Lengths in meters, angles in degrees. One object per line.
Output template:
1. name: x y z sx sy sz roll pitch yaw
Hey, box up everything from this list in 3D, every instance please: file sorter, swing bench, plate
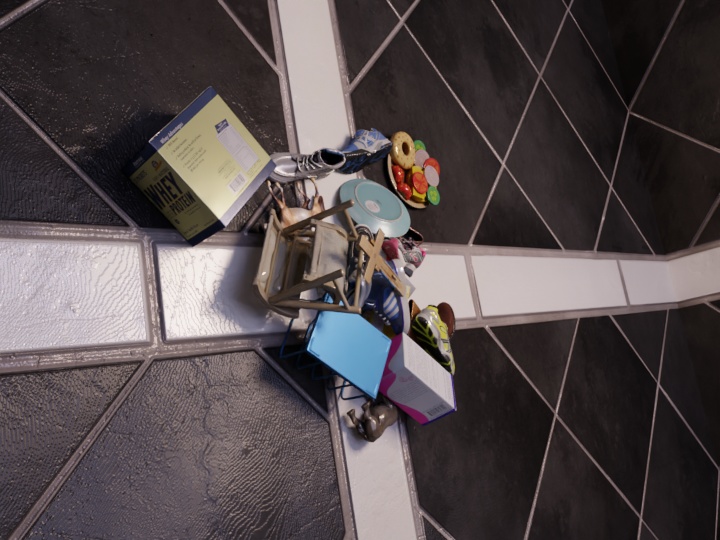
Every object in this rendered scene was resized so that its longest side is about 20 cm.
1. file sorter: -0.054 0.169 1.374 0.199 0.121 0.141 39 53 -27
2. swing bench: -0.098 -0.020 1.301 0.131 0.194 0.203 66 23 -47
3. plate: 0.041 -0.163 1.586 0.196 0.026 0.203 20 41 -18

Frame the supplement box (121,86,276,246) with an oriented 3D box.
1. supplement box: -0.308 -0.200 1.249 0.201 0.133 0.202 49 49 -20

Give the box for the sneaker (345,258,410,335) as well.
1. sneaker: 0.030 0.074 1.436 0.143 0.081 0.204 -15 123 -12

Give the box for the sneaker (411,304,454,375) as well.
1. sneaker: 0.190 0.172 1.538 0.077 0.074 0.203 -48 130 -35

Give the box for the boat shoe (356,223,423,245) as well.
1. boat shoe: 0.076 -0.109 1.631 0.197 0.070 0.072 24 59 -35

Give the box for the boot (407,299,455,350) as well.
1. boot: 0.159 0.127 1.605 0.200 0.067 0.192 45 60 -44

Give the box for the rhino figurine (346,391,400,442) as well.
1. rhino figurine: 0.051 0.317 1.468 0.199 0.059 0.089 -28 94 -51

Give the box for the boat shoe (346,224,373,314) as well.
1. boat shoe: 0.000 0.000 1.465 0.072 0.060 0.206 4 106 -11

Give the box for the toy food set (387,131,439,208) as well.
1. toy food set: 0.149 -0.271 1.769 0.195 0.048 0.206 15 66 -40

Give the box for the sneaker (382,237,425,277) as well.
1. sneaker: 0.105 -0.049 1.578 0.081 0.075 0.200 46 4 20

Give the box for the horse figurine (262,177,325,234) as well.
1. horse figurine: -0.142 -0.136 1.446 0.197 0.049 0.136 -11 83 -45

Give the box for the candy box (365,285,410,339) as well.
1. candy box: 0.056 0.128 1.512 0.100 0.026 0.206 14 87 -33

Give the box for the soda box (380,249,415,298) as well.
1. soda box: 0.042 0.000 1.552 0.200 0.063 0.069 48 71 -21

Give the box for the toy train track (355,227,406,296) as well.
1. toy train track: 0.037 -0.007 1.324 0.200 0.032 0.117 47 53 -44

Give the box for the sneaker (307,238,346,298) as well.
1. sneaker: -0.055 0.012 1.463 0.081 0.073 0.206 -14 90 -49

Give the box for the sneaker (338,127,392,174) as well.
1. sneaker: -0.004 -0.306 1.632 0.077 0.076 0.198 49 44 12

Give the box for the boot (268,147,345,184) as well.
1. boot: -0.126 -0.249 1.467 0.197 0.094 0.075 -14 85 -45

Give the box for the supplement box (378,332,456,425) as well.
1. supplement box: 0.121 0.251 1.472 0.199 0.100 0.105 42 31 -32
